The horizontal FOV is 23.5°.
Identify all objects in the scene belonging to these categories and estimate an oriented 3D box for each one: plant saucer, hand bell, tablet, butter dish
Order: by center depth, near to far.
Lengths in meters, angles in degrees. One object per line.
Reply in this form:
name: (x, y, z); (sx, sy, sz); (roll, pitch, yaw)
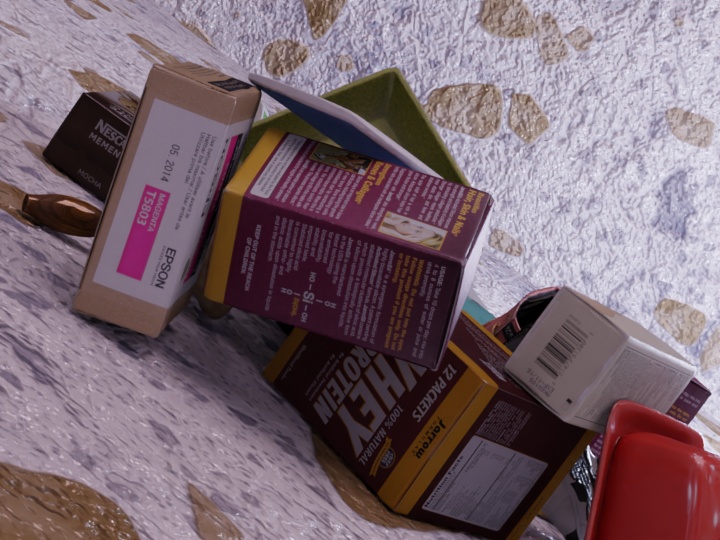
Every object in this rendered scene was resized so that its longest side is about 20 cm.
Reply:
tablet: (0.001, -0.112, 1.479); (0.130, 0.014, 0.200); (26, -4, 38)
butter dish: (0.290, 0.229, 1.492); (0.147, 0.201, 0.199); (7, -11, 36)
hand bell: (-0.203, -0.031, 1.520); (0.199, 0.105, 0.104); (16, 17, -27)
plant saucer: (-0.011, -0.071, 1.605); (0.048, 0.198, 0.201); (87, -23, -58)

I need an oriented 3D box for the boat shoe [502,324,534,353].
boat shoe: (0.108, 0.103, 1.659); (0.092, 0.200, 0.075); (29, 41, -5)

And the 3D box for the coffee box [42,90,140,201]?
coffee box: (-0.240, -0.124, 1.799); (0.113, 0.080, 0.200); (36, 8, 1)

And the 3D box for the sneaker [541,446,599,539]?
sneaker: (0.187, 0.197, 1.643); (0.079, 0.074, 0.201); (3, -43, 27)

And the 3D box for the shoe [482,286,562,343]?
shoe: (0.133, 0.080, 1.764); (0.072, 0.199, 0.091); (57, -26, 10)

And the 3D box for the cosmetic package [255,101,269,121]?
cosmetic package: (-0.135, -0.105, 1.804); (0.084, 0.109, 0.200); (6, -8, 6)

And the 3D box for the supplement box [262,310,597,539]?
supplement box: (0.062, 0.116, 1.518); (0.197, 0.133, 0.199); (43, 10, 37)

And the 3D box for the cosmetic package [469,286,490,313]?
cosmetic package: (0.092, 0.042, 2.024); (0.201, 0.090, 0.107); (59, 12, 17)

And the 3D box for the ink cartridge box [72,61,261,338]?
ink cartridge box: (-0.151, -0.061, 1.378); (0.075, 0.202, 0.165); (20, 9, 0)

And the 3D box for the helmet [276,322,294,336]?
helmet: (0.000, 0.000, 1.703); (0.200, 0.200, 0.191); (39, -23, 21)

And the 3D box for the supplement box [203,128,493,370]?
supplement box: (-0.008, -0.020, 1.387); (0.198, 0.104, 0.131); (17, 29, 7)

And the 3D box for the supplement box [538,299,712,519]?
supplement box: (0.242, 0.156, 1.783); (0.103, 0.201, 0.131); (29, 11, -33)

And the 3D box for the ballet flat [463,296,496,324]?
ballet flat: (0.078, 0.039, 1.870); (0.200, 0.074, 0.074); (44, 2, -36)

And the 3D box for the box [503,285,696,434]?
box: (0.215, 0.087, 1.520); (0.078, 0.095, 0.200); (40, 7, 28)
